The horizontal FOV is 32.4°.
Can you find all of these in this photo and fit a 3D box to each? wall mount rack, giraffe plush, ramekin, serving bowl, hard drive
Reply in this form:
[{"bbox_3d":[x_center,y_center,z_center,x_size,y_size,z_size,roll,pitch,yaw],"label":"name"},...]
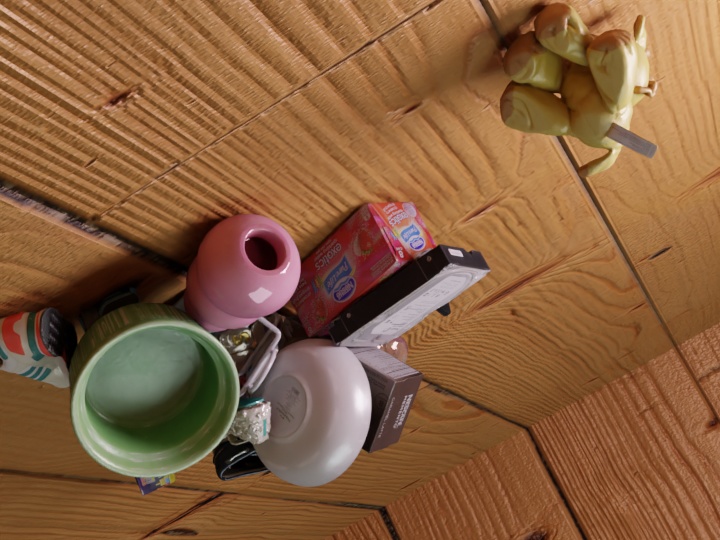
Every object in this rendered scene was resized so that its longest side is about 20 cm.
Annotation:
[{"bbox_3d":[-0.175,0.129,1.691,0.174,0.074,0.200,-55,-171,5],"label":"wall mount rack"},{"bbox_3d":[0.275,-0.223,1.425,0.173,0.200,0.162,-49,180,40],"label":"giraffe plush"},{"bbox_3d":[-0.253,0.136,1.483,0.199,0.098,0.201,-8,112,-19],"label":"ramekin"},{"bbox_3d":[-0.082,0.186,1.659,0.200,0.201,0.066,-36,148,26],"label":"serving bowl"},{"bbox_3d":[0.066,0.038,1.669,0.200,0.038,0.140,-35,161,21],"label":"hard drive"}]

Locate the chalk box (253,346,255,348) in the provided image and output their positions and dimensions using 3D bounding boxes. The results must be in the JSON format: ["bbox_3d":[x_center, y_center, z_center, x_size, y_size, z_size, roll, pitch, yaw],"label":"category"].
[{"bbox_3d":[-0.116,0.201,1.949,0.123,0.125,0.201,-24,127,-7],"label":"chalk box"}]

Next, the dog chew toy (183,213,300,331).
[{"bbox_3d":[-0.154,0.014,1.504,0.124,0.125,0.200,-13,164,-33],"label":"dog chew toy"}]

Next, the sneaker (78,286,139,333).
[{"bbox_3d":[-0.264,0.105,1.557,0.082,0.073,0.200,-36,129,-2],"label":"sneaker"}]

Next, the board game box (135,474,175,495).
[{"bbox_3d":[-0.312,0.201,1.692,0.057,0.166,0.200,-21,159,-14],"label":"board game box"}]

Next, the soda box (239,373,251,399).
[{"bbox_3d":[-0.086,0.203,1.825,0.199,0.070,0.064,9,111,-23],"label":"soda box"}]

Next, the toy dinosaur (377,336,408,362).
[{"bbox_3d":[0.018,0.114,1.845,0.199,0.086,0.136,8,102,-39],"label":"toy dinosaur"}]

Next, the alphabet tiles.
[{"bbox_3d":[-0.144,0.161,1.835,0.195,0.015,0.201,-17,118,-12],"label":"alphabet tiles"}]

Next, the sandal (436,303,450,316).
[{"bbox_3d":[0.120,0.020,1.918,0.048,0.076,0.200,-26,160,8],"label":"sandal"}]

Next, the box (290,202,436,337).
[{"bbox_3d":[0.000,0.000,1.686,0.099,0.096,0.200,-4,151,-48],"label":"box"}]

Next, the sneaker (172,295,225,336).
[{"bbox_3d":[-0.202,0.064,1.646,0.200,0.071,0.099,-32,168,13],"label":"sneaker"}]

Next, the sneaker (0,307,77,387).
[{"bbox_3d":[-0.397,0.094,1.492,0.093,0.071,0.200,-4,162,-2],"label":"sneaker"}]

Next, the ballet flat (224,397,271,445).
[{"bbox_3d":[-0.187,0.203,1.675,0.072,0.072,0.200,-11,-174,-37],"label":"ballet flat"}]

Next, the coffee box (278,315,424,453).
[{"bbox_3d":[-0.027,0.154,1.738,0.080,0.200,0.115,-6,121,-57],"label":"coffee box"}]

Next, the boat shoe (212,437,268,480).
[{"bbox_3d":[-0.111,0.252,1.762,0.199,0.062,0.075,-9,132,-9],"label":"boat shoe"}]
